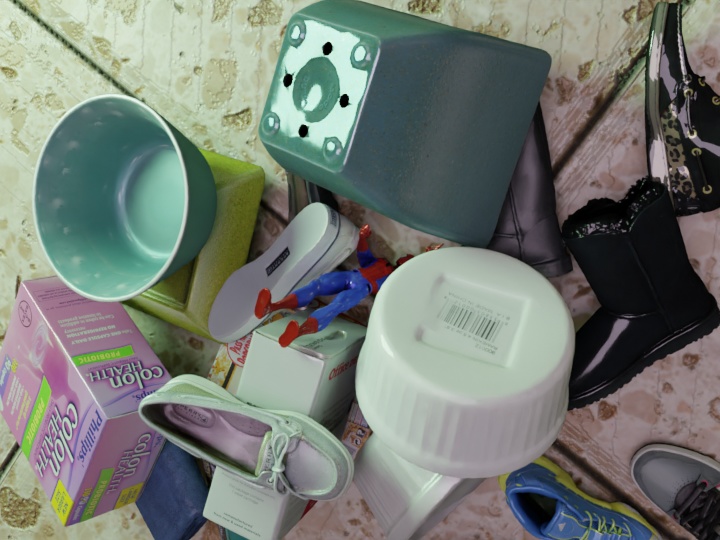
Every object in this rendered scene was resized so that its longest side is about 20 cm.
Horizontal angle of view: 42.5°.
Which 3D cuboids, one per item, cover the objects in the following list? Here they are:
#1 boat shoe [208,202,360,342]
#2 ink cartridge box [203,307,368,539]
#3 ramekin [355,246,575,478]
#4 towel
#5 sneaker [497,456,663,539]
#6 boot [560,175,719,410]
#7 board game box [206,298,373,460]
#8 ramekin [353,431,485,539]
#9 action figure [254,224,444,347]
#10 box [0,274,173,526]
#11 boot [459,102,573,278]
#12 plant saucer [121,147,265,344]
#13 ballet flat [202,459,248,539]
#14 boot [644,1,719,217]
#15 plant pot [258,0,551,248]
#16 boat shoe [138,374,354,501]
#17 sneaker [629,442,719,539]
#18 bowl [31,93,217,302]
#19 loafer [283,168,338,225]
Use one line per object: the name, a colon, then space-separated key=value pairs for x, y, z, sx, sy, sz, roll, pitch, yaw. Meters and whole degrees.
boat shoe: x=-0.077 y=0.012 z=0.963 sx=0.200 sy=0.069 sz=0.071 roll=-44 pitch=45 yaw=22
ink cartridge box: x=-0.069 y=0.149 z=0.932 sx=0.083 sy=0.145 sz=0.202 roll=20 pitch=103 yaw=15
ramekin: x=0.096 y=0.072 z=0.828 sx=0.198 sy=0.201 sz=0.098 roll=19 pitch=139 yaw=13
towel: x=-0.233 y=0.210 z=1.054 sx=0.201 sy=0.048 sz=0.112 roll=57 pitch=131 yaw=20
sneaker: x=0.222 y=0.265 z=0.933 sx=0.199 sy=0.105 sz=0.076 roll=30 pitch=104 yaw=11
boot: x=0.229 y=0.022 z=0.889 sx=0.199 sy=0.077 sz=0.169 roll=-31 pitch=111 yaw=11
board game box: x=-0.060 y=0.113 z=1.026 sx=0.199 sy=0.046 sz=0.153 roll=28 pitch=104 yaw=11
ramekin: x=0.079 y=0.177 z=0.923 sx=0.094 sy=0.202 sz=0.203 roll=44 pitch=106 yaw=18
action figure: x=0.000 y=0.000 z=0.887 sx=0.065 sy=0.199 sz=0.099 roll=47 pitch=128 yaw=20
box: x=-0.303 y=0.135 z=1.007 sx=0.200 sy=0.096 sz=0.177 roll=48 pitch=127 yaw=26
boot: x=0.117 y=-0.082 z=0.942 sx=0.163 sy=0.066 sz=0.202 roll=-13 pitch=94 yaw=15
plant saucer: x=-0.217 y=-0.041 z=1.029 sx=0.198 sy=0.048 sz=0.202 roll=18 pitch=99 yaw=25
ballet flat: x=-0.143 y=0.241 z=1.054 sx=0.071 sy=0.072 sz=0.202 roll=2 pitch=118 yaw=16
boot: x=0.344 y=-0.151 z=0.863 sx=0.152 sy=0.073 sz=0.206 roll=-1 pitch=104 yaw=19
plant pot: x=0.022 y=-0.147 z=0.859 sx=0.195 sy=0.199 sz=0.198 roll=27 pitch=105 yaw=37
boat shoe: x=-0.103 y=0.155 z=0.832 sx=0.200 sy=0.065 sz=0.075 roll=25 pitch=104 yaw=14
sneaker: x=0.348 y=0.250 z=0.887 sx=0.199 sy=0.121 sz=0.084 roll=32 pitch=104 yaw=10
bowl: x=-0.225 y=-0.072 z=0.947 sx=0.199 sy=0.105 sz=0.204 roll=1 pitch=92 yaw=27
loafer: x=-0.065 y=-0.103 z=0.992 sx=0.062 sy=0.072 sz=0.203 roll=-4 pitch=97 yaw=22
